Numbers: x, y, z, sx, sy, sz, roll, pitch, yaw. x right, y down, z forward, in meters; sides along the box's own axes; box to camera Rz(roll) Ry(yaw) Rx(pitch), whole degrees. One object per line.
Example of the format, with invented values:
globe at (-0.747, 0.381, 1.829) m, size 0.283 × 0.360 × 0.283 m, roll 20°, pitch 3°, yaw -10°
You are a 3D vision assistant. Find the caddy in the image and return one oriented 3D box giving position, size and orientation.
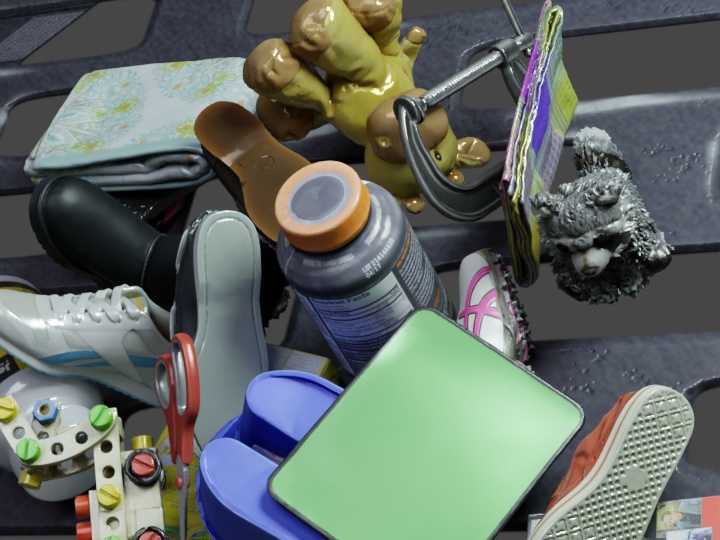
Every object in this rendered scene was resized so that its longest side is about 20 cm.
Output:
caddy at (-0.032, 0.169, 1.542) m, size 0.200 × 0.105 × 0.141 m, roll 28°, pitch 65°, yaw 16°

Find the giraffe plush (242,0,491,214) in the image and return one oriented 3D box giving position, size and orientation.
giraffe plush at (0.017, -0.131, 1.739) m, size 0.173 × 0.200 × 0.162 m, roll -39°, pitch 63°, yaw 9°

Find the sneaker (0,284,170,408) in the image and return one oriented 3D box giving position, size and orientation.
sneaker at (-0.218, 0.046, 1.678) m, size 0.081 × 0.200 × 0.077 m, roll -59°, pitch 31°, yaw 23°

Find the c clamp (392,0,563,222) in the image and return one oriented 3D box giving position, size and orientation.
c clamp at (0.094, -0.137, 1.694) m, size 0.200 × 0.171 × 0.027 m, roll -41°, pitch 12°, yaw -38°

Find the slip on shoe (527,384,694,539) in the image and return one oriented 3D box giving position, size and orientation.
slip on shoe at (0.167, 0.169, 1.458) m, size 0.200 × 0.074 × 0.061 m, roll -57°, pitch 15°, yaw -13°

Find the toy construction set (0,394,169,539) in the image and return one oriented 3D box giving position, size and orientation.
toy construction set at (-0.215, 0.190, 1.581) m, size 0.131 × 0.092 × 0.200 m, roll -7°, pitch 84°, yaw -2°

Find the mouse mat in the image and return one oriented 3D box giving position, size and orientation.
mouse mat at (0.049, 0.133, 1.496) m, size 0.161 × 0.008 × 0.200 m, roll 34°, pitch 67°, yaw 19°

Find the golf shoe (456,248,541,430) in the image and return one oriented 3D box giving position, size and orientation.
golf shoe at (0.090, 0.066, 1.591) m, size 0.092 × 0.073 × 0.200 m, roll -16°, pitch 48°, yaw 11°

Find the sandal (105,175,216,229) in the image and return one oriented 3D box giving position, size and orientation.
sandal at (-0.197, -0.062, 1.871) m, size 0.200 × 0.045 × 0.075 m, roll -32°, pitch 50°, yaw -19°

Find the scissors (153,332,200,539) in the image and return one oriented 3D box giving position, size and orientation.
scissors at (-0.135, 0.150, 1.558) m, size 0.073 × 0.014 × 0.200 m, roll -31°, pitch 62°, yaw 57°

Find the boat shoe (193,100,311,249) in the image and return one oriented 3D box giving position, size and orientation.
boat shoe at (-0.072, -0.068, 1.722) m, size 0.070 × 0.070 × 0.200 m, roll -31°, pitch 48°, yaw -6°

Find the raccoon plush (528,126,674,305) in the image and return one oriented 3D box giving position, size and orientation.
raccoon plush at (0.169, -0.065, 1.615) m, size 0.097 × 0.134 × 0.200 m, roll -27°, pitch 47°, yaw 6°

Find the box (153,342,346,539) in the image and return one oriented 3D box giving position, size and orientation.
box at (-0.107, 0.152, 1.645) m, size 0.117 × 0.048 × 0.200 m, roll 12°, pitch 59°, yaw 33°

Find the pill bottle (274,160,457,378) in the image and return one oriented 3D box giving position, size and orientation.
pill bottle at (0.000, 0.000, 1.603) m, size 0.106 × 0.200 × 0.106 m, roll -12°, pitch 51°, yaw 15°

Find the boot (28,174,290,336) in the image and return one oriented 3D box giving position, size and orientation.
boot at (-0.163, -0.014, 1.710) m, size 0.162 × 0.198 × 0.073 m, roll 2°, pitch 58°, yaw 36°

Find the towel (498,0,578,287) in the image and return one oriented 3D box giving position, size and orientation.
towel at (0.145, -0.099, 1.638) m, size 0.023 × 0.144 × 0.200 m, roll 6°, pitch 58°, yaw 16°

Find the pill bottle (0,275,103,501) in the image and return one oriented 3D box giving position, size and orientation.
pill bottle at (-0.284, 0.102, 1.731) m, size 0.111 × 0.111 × 0.200 m, roll -36°, pitch 47°, yaw -4°

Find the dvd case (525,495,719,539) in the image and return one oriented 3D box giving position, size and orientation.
dvd case at (0.210, 0.229, 1.438) m, size 0.200 × 0.022 × 0.146 m, roll -9°, pitch 51°, yaw 20°

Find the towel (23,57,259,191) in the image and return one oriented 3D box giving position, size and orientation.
towel at (-0.195, -0.138, 1.887) m, size 0.200 × 0.048 × 0.171 m, roll -2°, pitch 37°, yaw 22°

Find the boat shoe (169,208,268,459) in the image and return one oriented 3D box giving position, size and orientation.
boat shoe at (-0.114, 0.052, 1.622) m, size 0.060 × 0.075 × 0.200 m, roll -176°, pitch 94°, yaw -67°
